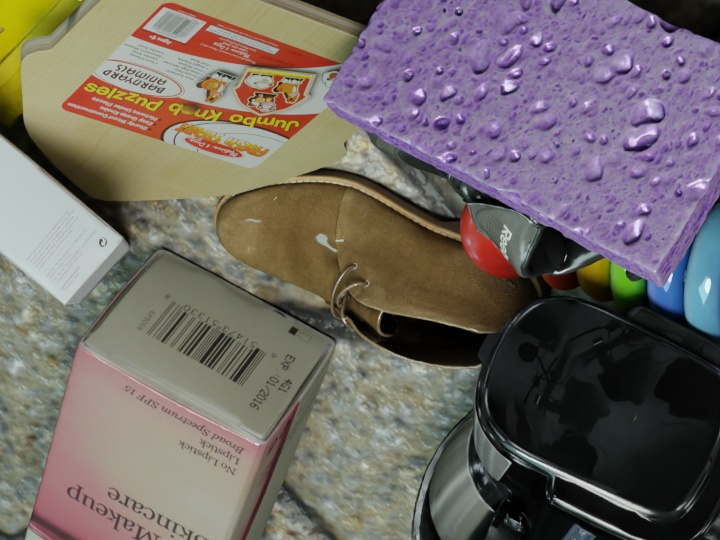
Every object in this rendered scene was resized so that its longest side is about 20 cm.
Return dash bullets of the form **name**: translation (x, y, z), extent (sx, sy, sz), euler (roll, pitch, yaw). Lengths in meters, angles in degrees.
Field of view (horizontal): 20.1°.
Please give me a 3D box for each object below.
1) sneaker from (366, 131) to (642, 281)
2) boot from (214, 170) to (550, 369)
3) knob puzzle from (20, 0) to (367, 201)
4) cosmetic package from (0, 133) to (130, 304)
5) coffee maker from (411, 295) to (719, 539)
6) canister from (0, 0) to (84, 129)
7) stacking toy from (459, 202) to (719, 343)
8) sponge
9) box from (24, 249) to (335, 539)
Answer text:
- **sneaker**: translation (0.078, -0.044, 1.018), extent (0.199, 0.091, 0.067), euler (14, 158, 31)
- **boot**: translation (0.000, 0.000, 1.128), extent (0.199, 0.076, 0.074), euler (16, 130, 19)
- **knob puzzle**: translation (-0.092, -0.096, 1.081), extent (0.218, 0.031, 0.220), euler (-5, 151, -3)
- **cosmetic package**: translation (-0.202, -0.046, 1.135), extent (0.151, 0.052, 0.200), euler (42, 176, -3)
- **coffee maker**: translation (0.137, 0.109, 1.070), extent (0.191, 0.135, 0.200), euler (6, 157, -7)
- **canister**: translation (-0.211, -0.195, 1.091), extent (0.200, 0.087, 0.148), euler (47, 131, -7)
- **stacking toy**: translation (0.145, -0.010, 1.052), extent (0.199, 0.085, 0.086), euler (13, 128, 28)
- **sponge**: translation (0.087, -0.086, 0.974), extent (0.200, 0.112, 0.030), euler (29, 176, 26)
- **box**: translation (-0.114, 0.111, 1.243), extent (0.127, 0.109, 0.201), euler (27, 131, 7)
